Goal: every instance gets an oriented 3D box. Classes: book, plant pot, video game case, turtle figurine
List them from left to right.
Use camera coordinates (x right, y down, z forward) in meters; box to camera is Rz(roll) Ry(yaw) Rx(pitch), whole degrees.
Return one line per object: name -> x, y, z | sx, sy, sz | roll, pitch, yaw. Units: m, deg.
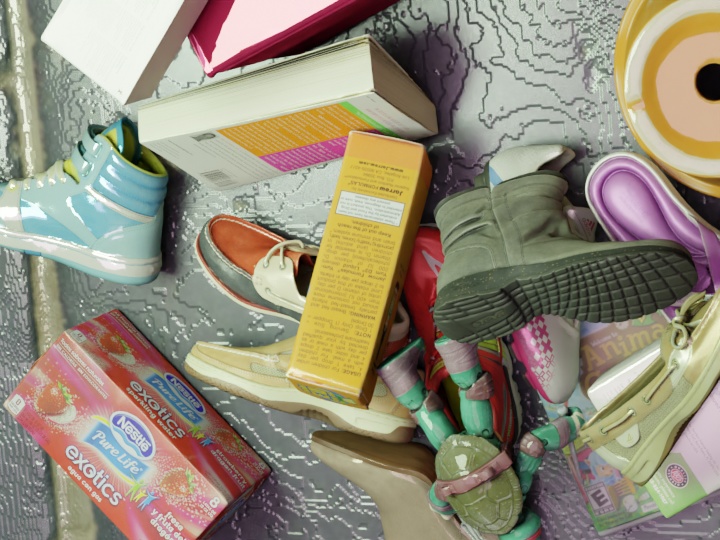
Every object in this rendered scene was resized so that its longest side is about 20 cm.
book -> -0.055, -0.114, 1.631 | 0.199, 0.134, 0.048 | -13, 69, 21
turtle figurine -> 0.097, 0.140, 1.573 | 0.149, 0.101, 0.201 | -26, 98, 20
video game case -> 0.241, 0.092, 1.624 | 0.199, 0.022, 0.183 | -22, 92, 22
plant pot -> 0.267, -0.140, 1.480 | 0.199, 0.183, 0.202 | 4, 102, 19

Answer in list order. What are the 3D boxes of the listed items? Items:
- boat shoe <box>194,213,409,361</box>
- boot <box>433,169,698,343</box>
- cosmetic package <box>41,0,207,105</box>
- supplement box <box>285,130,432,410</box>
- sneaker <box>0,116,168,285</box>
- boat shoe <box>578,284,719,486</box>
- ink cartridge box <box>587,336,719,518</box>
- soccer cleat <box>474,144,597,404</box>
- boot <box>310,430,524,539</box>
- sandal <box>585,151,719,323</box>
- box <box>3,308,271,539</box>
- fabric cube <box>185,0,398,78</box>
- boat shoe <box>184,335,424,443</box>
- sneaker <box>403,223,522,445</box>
boat shoe -> -0.046, 0.009, 1.672 | 0.199, 0.071, 0.063 | 34, 147, 14
boot -> 0.143, -0.026, 1.517 | 0.199, 0.131, 0.068 | -10, 136, 18
cosmetic package -> -0.139, -0.223, 1.474 | 0.082, 0.051, 0.200 | 39, 113, 12
supplement box -> 0.000, 0.000, 1.601 | 0.068, 0.067, 0.201 | 11, 77, 10
sneaker -> -0.248, -0.077, 1.738 | 0.199, 0.080, 0.131 | 17, 108, 6
boat shoe -> 0.220, 0.070, 1.484 | 0.063, 0.073, 0.201 | 32, 134, 7
ink cartridge box -> 0.285, 0.082, 1.558 | 0.199, 0.067, 0.118 | -33, 87, 22
soccer cleat -> 0.148, -0.001, 1.598 | 0.086, 0.070, 0.201 | -16, 82, 23
boot -> 0.045, 0.219, 1.696 | 0.199, 0.070, 0.147 | 13, 107, 17
sandal -> 0.230, -0.005, 1.515 | 0.203, 0.050, 0.083 | 45, 108, 24
box -> -0.186, 0.140, 1.745 | 0.200, 0.100, 0.096 | 46, 112, 7
fabric cube -> -0.040, -0.281, 1.556 | 0.199, 0.196, 0.201 | -26, 92, 22
boat shoe -> -0.043, 0.079, 1.707 | 0.199, 0.072, 0.077 | 15, 94, 6
sneaker -> 0.078, 0.059, 1.642 | 0.077, 0.085, 0.201 | -18, 94, 21
